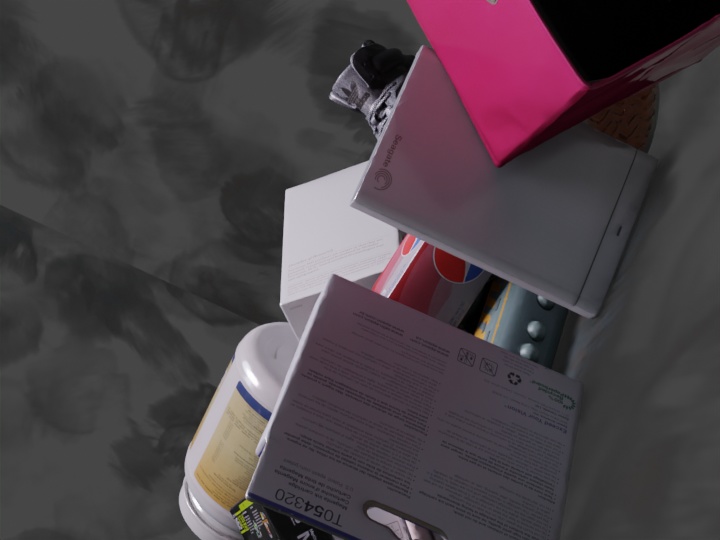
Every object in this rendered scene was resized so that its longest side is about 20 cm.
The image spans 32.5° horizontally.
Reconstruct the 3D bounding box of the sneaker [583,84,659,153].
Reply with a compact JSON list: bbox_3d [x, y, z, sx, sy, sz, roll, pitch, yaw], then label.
[{"bbox_3d":[0.189,-0.171,1.003,0.080,0.071,0.201,159,105,-76],"label":"sneaker"}]

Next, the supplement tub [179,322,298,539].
[{"bbox_3d":[-0.085,0.167,1.201,0.200,0.144,0.145,-62,5,27],"label":"supplement tub"}]

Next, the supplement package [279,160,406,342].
[{"bbox_3d":[0.000,0.000,1.165,0.117,0.117,0.200,-19,33,11],"label":"supplement package"}]

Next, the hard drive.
[{"bbox_3d":[0.109,-0.066,0.922,0.027,0.199,0.132,135,159,-78],"label":"hard drive"}]

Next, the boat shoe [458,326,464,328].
[{"bbox_3d":[0.101,-0.032,1.073,0.061,0.071,0.202,34,126,56],"label":"boat shoe"}]

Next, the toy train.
[{"bbox_3d":[0.112,0.069,0.984,0.114,0.085,0.200,-37,24,54],"label":"toy train"}]

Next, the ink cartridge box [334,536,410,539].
[{"bbox_3d":[0.019,0.207,1.241,0.145,0.084,0.201,126,168,-67],"label":"ink cartridge box"}]

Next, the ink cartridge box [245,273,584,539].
[{"bbox_3d":[0.038,0.115,0.798,0.043,0.196,0.200,118,176,-45],"label":"ink cartridge box"}]

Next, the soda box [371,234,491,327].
[{"bbox_3d":[0.090,-0.045,0.990,0.200,0.063,0.070,-58,11,5],"label":"soda box"}]

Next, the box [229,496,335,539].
[{"bbox_3d":[-0.040,0.267,1.027,0.047,0.194,0.200,-23,-10,-17],"label":"box"}]

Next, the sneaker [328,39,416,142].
[{"bbox_3d":[0.023,-0.135,1.135,0.076,0.114,0.200,-53,17,44],"label":"sneaker"}]

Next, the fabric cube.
[{"bbox_3d":[0.150,-0.216,0.837,0.200,0.197,0.199,-29,-3,-13],"label":"fabric cube"}]

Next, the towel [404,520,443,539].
[{"bbox_3d":[0.033,0.151,0.990,0.032,0.192,0.200,-21,2,-3],"label":"towel"}]

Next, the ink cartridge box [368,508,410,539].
[{"bbox_3d":[0.014,0.211,1.018,0.200,0.047,0.161,77,172,-79],"label":"ink cartridge box"}]
